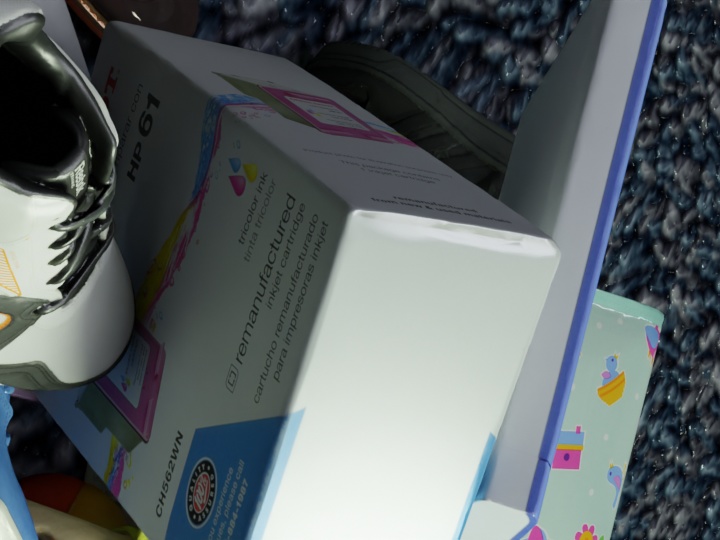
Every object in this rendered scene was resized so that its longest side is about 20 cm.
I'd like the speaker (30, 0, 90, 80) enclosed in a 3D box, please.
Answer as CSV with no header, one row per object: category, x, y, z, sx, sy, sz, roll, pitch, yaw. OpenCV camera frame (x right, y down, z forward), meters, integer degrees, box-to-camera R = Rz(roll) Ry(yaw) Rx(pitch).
speaker,-0.143,-0.057,0.835,0.081,0.081,0.200,-45,130,-41

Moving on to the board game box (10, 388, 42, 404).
board game box,-0.136,-0.014,0.794,0.200,0.032,0.120,18,108,-29

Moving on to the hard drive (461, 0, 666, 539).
hard drive,0.062,0.009,0.760,0.132,0.025,0.200,118,-11,-67

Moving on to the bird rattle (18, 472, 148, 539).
bird rattle,-0.132,0.115,0.826,0.163,0.199,0.113,114,-13,-75

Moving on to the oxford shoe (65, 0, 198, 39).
oxford shoe,-0.102,-0.175,0.878,0.071,0.072,0.200,-50,134,-38

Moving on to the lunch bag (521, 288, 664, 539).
lunch bag,0.047,0.072,1.097,0.200,0.122,0.171,21,81,-37

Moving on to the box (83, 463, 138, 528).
box,-0.058,0.035,0.972,0.095,0.078,0.201,18,81,-53

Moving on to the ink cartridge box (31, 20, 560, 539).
ink cartridge box,-0.036,0.014,0.716,0.084,0.200,0.145,9,107,-31

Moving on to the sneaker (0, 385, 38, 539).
sneaker,-0.131,0.010,0.723,0.111,0.077,0.200,-31,103,-29

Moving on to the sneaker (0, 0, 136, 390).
sneaker,-0.104,-0.017,0.614,0.074,0.080,0.200,-67,155,-23

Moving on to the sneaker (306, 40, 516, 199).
sneaker,0.034,-0.027,1.015,0.104,0.200,0.060,-52,162,-19
